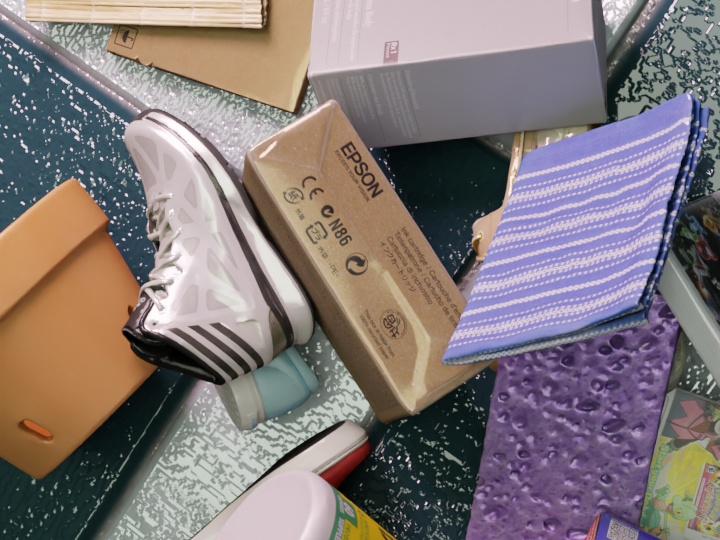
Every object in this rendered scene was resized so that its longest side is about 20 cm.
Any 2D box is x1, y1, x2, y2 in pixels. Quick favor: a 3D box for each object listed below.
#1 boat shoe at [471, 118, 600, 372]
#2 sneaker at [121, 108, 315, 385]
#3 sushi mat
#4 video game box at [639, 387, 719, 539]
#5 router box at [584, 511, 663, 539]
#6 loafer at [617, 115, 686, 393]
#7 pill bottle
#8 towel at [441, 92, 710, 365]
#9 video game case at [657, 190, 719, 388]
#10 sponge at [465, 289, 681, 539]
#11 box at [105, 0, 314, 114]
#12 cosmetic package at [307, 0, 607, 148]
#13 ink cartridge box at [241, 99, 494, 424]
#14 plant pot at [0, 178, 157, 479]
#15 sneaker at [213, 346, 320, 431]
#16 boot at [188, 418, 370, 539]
[{"bbox_3d":[0.113,-0.024,1.105,0.069,0.074,0.202,14,81,17],"label":"boat shoe"},{"bbox_3d":[-0.128,-0.012,1.077,0.115,0.076,0.201,-31,80,-27],"label":"sneaker"},{"bbox_3d":[-0.162,-0.232,1.183,0.198,0.012,0.097,4,90,16],"label":"sushi mat"},{"bbox_3d":[0.196,0.177,1.074,0.181,0.047,0.201,20,87,11],"label":"video game box"},{"bbox_3d":[0.206,0.275,1.009,0.199,0.049,0.180,25,120,5],"label":"router box"},{"bbox_3d":[0.179,-0.013,1.067,0.069,0.070,0.202,0,66,0],"label":"loafer"},{"bbox_3d":[-0.001,0.234,1.058,0.113,0.113,0.200,-43,115,7],"label":"pill bottle"},{"bbox_3d":[0.134,-0.028,0.971,0.144,0.201,0.024,-17,123,37],"label":"towel"},{"bbox_3d":[0.268,0.041,1.013,0.023,0.181,0.201,-37,79,36],"label":"video game case"},{"bbox_3d":[0.139,0.099,1.023,0.111,0.030,0.202,13,102,16],"label":"sponge"},{"bbox_3d":[-0.089,-0.236,1.183,0.162,0.021,0.202,19,92,14],"label":"box"},{"bbox_3d":[0.071,-0.155,1.093,0.198,0.090,0.107,-8,50,14],"label":"cosmetic package"},{"bbox_3d":[0.000,0.000,1.065,0.075,0.165,0.201,-32,88,-8],"label":"ink cartridge box"},{"bbox_3d":[-0.231,0.053,1.127,0.200,0.200,0.140,-42,95,8],"label":"plant pot"},{"bbox_3d":[-0.089,0.016,1.159,0.081,0.074,0.201,-18,77,-18],"label":"sneaker"},{"bbox_3d":[-0.040,0.215,1.132,0.200,0.072,0.144,-42,86,8],"label":"boot"}]
